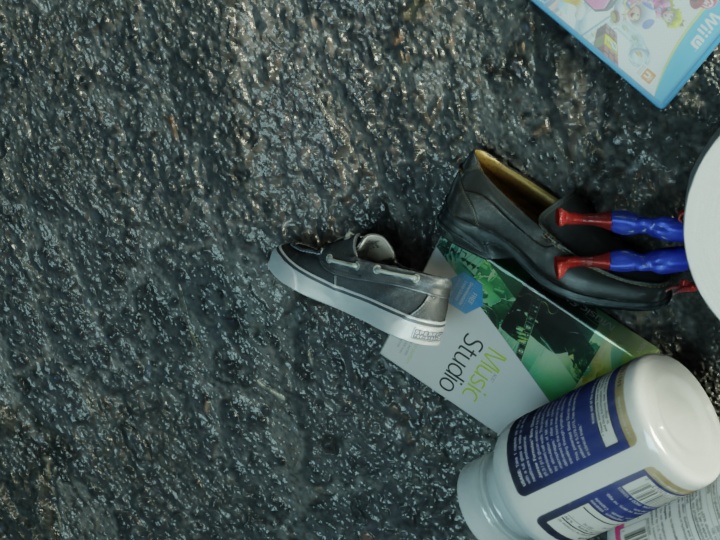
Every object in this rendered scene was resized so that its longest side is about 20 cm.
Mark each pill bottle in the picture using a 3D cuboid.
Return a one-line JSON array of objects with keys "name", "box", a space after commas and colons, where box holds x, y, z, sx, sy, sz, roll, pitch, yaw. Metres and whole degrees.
[{"name": "pill bottle", "box": [0.176, 0.152, 1.463, 0.200, 0.111, 0.111, -31, 96, 35]}, {"name": "pill bottle", "box": [0.303, 0.197, 1.454, 0.200, 0.113, 0.113, -30, 97, 37]}]

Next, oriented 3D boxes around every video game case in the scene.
[{"name": "video game case", "box": [0.188, -0.233, 1.366, 0.200, 0.018, 0.143, 41, 126, 6]}]

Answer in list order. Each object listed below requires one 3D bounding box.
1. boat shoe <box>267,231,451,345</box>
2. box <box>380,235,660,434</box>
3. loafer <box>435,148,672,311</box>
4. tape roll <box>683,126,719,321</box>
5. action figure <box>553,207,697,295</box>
[{"name": "boat shoe", "box": [0.000, 0.000, 1.541, 0.200, 0.072, 0.068, 25, 103, 48]}, {"name": "box", "box": [0.129, 0.067, 1.537, 0.200, 0.036, 0.144, 33, 125, 10]}, {"name": "loafer", "box": [0.155, -0.029, 1.455, 0.200, 0.073, 0.072, 23, 118, 17]}, {"name": "tape roll", "box": [0.330, -0.035, 1.313, 0.200, 0.066, 0.200, 2, 102, 10]}, {"name": "action figure", "box": [0.247, -0.018, 1.392, 0.200, 0.052, 0.065, 0, 99, 2]}]
